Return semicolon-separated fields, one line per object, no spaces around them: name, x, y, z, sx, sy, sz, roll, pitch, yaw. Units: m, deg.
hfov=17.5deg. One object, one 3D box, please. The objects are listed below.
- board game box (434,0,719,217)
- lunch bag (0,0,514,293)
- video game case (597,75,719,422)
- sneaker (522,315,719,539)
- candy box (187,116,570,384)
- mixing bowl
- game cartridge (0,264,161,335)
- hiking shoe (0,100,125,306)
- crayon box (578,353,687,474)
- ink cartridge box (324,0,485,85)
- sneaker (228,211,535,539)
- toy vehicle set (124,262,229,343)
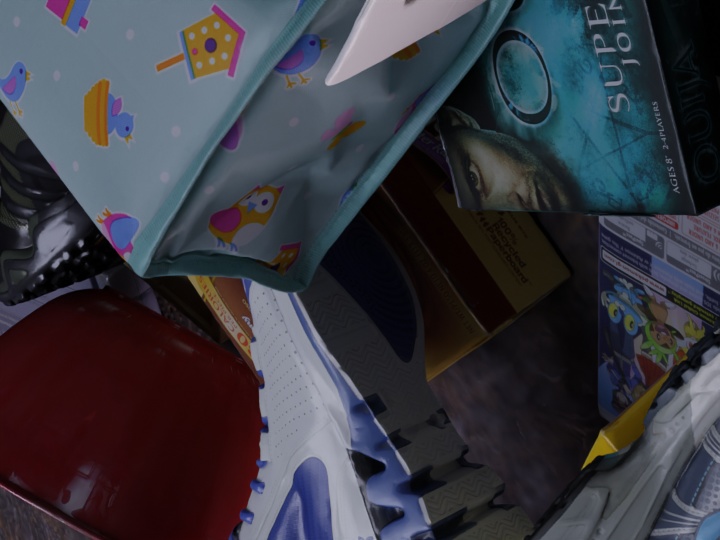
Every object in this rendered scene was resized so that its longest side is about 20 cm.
board game box;0.059;-0.118;0.825;0.135;0.028;0.201;3;112;55
lunch bag;-0.041;-0.119;0.828;0.171;0.122;0.200;51;119;30
video game case;0.165;0.029;0.844;0.200;0.023;0.183;33;143;35
sneaker;0.131;0.068;0.778;0.086;0.078;0.200;41;110;3
candy box;0.000;0.000;1.032;0.117;0.056;0.200;55;152;4
mixing bowl;-0.113;0.077;1.186;0.199;0.109;0.200;29;176;2
game cartridge;-0.170;0.029;1.343;0.200;0.038;0.130;19;138;48
hiking shoe;-0.143;-0.056;1.135;0.101;0.076;0.200;61;143;10
crayon box;0.151;0.142;0.902;0.173;0.058;0.200;47;160;15
ink cartridge box;0.059;-0.143;0.652;0.067;0.200;0.117;51;150;10
sneaker;-0.018;0.077;0.932;0.115;0.080;0.200;-33;77;32
toy vehicle set;-0.101;-0.070;1.144;0.124;0.026;0.201;39;146;30
